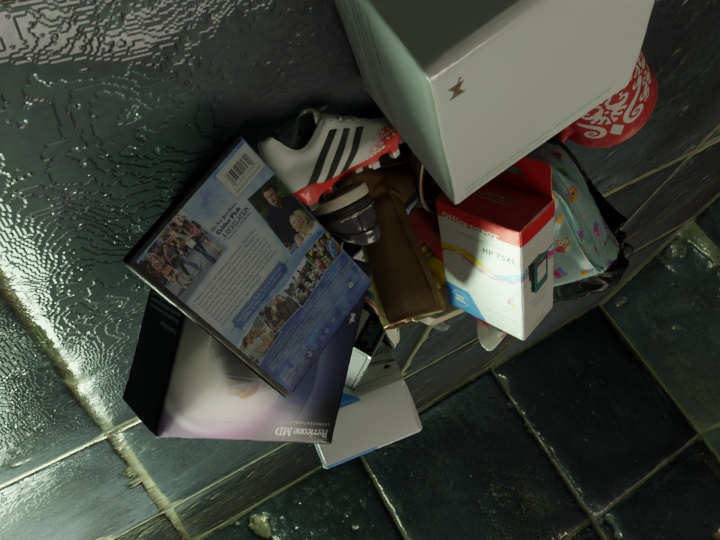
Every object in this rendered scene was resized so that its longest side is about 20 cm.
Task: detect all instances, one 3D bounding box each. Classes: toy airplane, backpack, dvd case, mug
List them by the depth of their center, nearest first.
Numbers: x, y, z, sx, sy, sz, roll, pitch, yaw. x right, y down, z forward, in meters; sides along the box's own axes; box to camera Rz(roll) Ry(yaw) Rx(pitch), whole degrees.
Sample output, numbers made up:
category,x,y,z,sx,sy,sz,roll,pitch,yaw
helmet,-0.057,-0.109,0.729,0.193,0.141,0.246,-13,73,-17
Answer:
category,x,y,z,sx,sy,sz,roll,pitch,yaw
dvd case,-0.089,0.002,0.535,0.143,0.017,0.200,-52,122,-16
mug,0.269,-0.223,0.715,0.199,0.132,0.180,15,95,-57
backpack,0.229,-0.059,0.740,0.165,0.202,0.127,-19,-157,34
toy airplane,0.136,0.027,0.849,0.199,0.201,0.140,33,130,-32

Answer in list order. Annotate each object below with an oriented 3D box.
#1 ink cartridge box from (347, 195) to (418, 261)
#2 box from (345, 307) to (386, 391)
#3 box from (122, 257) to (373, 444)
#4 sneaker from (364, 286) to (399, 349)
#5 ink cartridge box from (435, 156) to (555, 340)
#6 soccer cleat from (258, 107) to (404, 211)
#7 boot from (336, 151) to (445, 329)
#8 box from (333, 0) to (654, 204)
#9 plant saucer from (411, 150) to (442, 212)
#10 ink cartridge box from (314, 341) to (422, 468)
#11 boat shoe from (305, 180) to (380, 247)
category,x,y,z,sx,sy,sz,roll,pitch,yaw
ink cartridge box,0.000,0.000,0.874,0.196,0.043,0.201,-43,157,-30
box,-0.070,0.067,0.782,0.060,0.198,0.117,-58,173,-34
box,-0.112,0.063,0.615,0.198,0.122,0.202,14,90,-37
sneaker,0.044,0.051,0.894,0.094,0.070,0.200,-52,159,-12
ink cartridge box,0.152,-0.032,0.669,0.067,0.115,0.202,-39,134,-27
soccer cleat,-0.022,-0.134,0.609,0.068,0.086,0.200,-4,-152,49
boot,0.057,-0.040,0.727,0.173,0.203,0.066,-11,164,-38
box,0.100,-0.206,0.474,0.198,0.172,0.200,-34,156,1
plant saucer,0.114,-0.165,0.681,0.200,0.036,0.202,-44,153,-30
ink cartridge box,-0.002,0.192,0.890,0.144,0.087,0.200,-21,-170,-2
boat shoe,-0.043,-0.045,0.664,0.072,0.063,0.199,-35,-168,-28
